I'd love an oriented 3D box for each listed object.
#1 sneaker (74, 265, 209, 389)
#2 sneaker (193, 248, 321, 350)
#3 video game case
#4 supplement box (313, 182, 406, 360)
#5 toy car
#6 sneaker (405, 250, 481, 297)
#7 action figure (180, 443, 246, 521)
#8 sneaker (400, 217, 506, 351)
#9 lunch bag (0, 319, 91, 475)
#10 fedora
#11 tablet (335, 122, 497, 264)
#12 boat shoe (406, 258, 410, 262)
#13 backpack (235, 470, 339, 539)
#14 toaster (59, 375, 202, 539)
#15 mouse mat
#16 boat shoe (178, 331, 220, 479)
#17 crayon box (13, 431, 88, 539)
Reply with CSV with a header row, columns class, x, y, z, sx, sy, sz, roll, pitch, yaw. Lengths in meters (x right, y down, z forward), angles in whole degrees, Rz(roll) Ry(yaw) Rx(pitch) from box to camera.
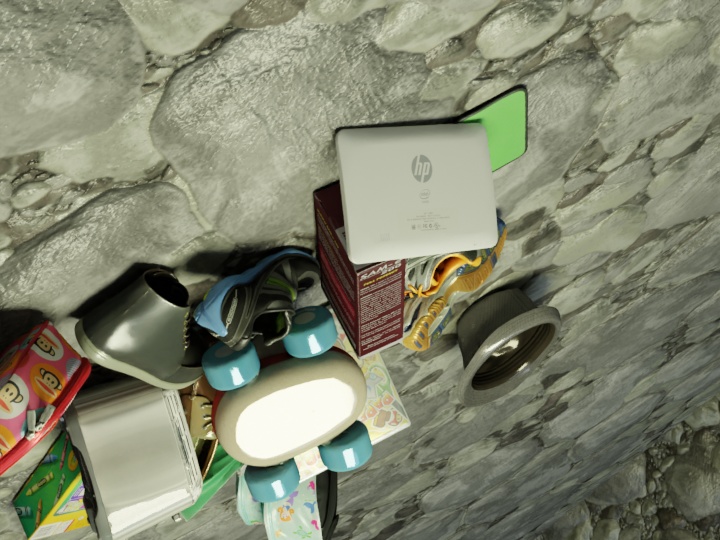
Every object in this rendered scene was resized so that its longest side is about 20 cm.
class,x,y,z,sx,sy,sz,roll,pitch,yaw
sneaker,-0.195,0.062,1.413,0.106,0.075,0.199,-37,155,18
sneaker,-0.100,0.036,1.433,0.071,0.083,0.199,-46,173,31
video game case,-0.060,0.154,1.662,0.198,0.184,0.023,-26,-167,-8
supplement box,0.000,0.000,1.456,0.060,0.110,0.201,-23,154,-11
toy car,-0.097,0.123,1.546,0.175,0.200,0.186,-22,115,-9
sneaker,0.054,0.002,1.587,0.199,0.078,0.078,-36,158,18
action figure,-0.175,0.231,1.777,0.199,0.118,0.055,-36,152,-11
sneaker,0.095,0.000,1.650,0.200,0.088,0.076,-47,146,-17
lunch bag,-0.360,0.152,1.293,0.199,0.082,0.177,-39,-167,22
fedora,0.196,0.098,1.942,0.175,0.091,0.201,-18,149,-30
tablet,0.060,-0.081,1.361,0.198,0.132,0.014,-7,-179,-39
boat shoe,0.048,-0.057,1.460,0.066,0.070,0.201,-21,149,-14
backpack,-0.096,0.291,1.859,0.149,0.202,0.178,-8,158,1
toaster,-0.258,0.195,1.502,0.128,0.202,0.113,-18,-172,-19
mouse mat,0.096,-0.119,1.473,0.198,0.008,0.161,-27,157,-4
boat shoe,-0.184,0.167,1.584,0.075,0.074,0.202,-11,128,-44
crayon box,-0.333,0.251,1.666,0.118,0.059,0.200,-8,149,-43
